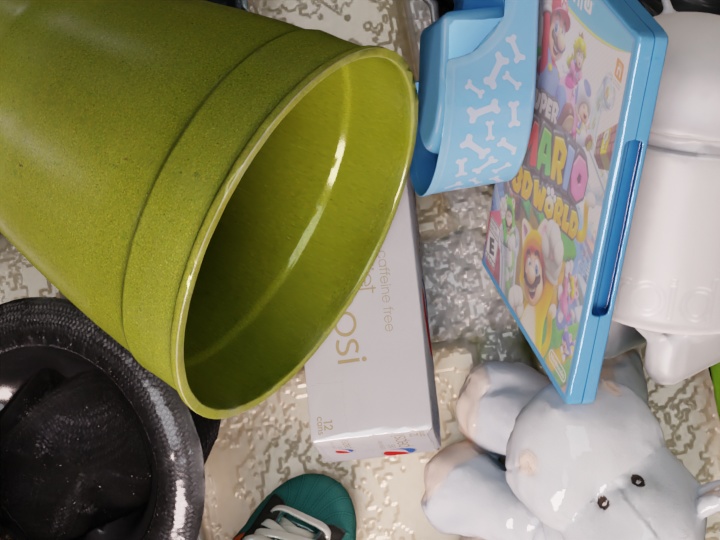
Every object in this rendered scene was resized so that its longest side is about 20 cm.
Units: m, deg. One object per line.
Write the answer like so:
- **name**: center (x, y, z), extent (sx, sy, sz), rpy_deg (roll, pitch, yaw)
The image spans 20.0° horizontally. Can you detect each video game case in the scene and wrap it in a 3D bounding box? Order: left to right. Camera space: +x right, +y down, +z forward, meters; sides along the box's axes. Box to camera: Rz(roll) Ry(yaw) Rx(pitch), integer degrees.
- **video game case**: center (0.102, -0.055, 1.022), extent (0.018, 0.143, 0.200), rpy_deg (-1, 121, -16)

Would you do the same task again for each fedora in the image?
- **fedora**: center (-0.145, 0.096, 1.125), extent (0.200, 0.092, 0.201), rpy_deg (9, 107, 31)

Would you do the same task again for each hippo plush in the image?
- **hippo plush**: center (0.116, 0.135, 1.086), extent (0.159, 0.161, 0.200), rpy_deg (-32, 86, 3)

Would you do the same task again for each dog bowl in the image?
- **dog bowl**: center (0.058, -0.137, 1.052), extent (0.049, 0.111, 0.200), rpy_deg (2, 89, -9)

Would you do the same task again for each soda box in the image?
- **soda box**: center (0.000, 0.000, 1.127), extent (0.068, 0.064, 0.200), rpy_deg (-7, 74, 5)

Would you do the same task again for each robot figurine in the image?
- **robot figurine**: center (0.165, -0.045, 1.046), extent (0.169, 0.113, 0.200), rpy_deg (20, 116, 33)

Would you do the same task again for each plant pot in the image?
- **plant pot**: center (-0.105, -0.058, 1.033), extent (0.193, 0.200, 0.201), rpy_deg (28, 91, 22)

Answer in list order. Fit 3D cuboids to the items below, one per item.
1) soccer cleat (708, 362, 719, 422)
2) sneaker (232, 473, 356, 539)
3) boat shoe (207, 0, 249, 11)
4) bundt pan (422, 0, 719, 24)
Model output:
- **soccer cleat**: center (0.218, 0.029, 1.133), extent (0.067, 0.081, 0.200), rpy_deg (-18, 66, 25)
- **sneaker**: center (-0.053, 0.176, 1.094), extent (0.071, 0.080, 0.200), rpy_deg (24, 50, 9)
- **boat shoe**: center (-0.094, -0.133, 1.119), extent (0.071, 0.070, 0.201), rpy_deg (25, 124, 43)
- **bundt pan**: center (0.127, -0.178, 1.136), extent (0.201, 0.076, 0.202), rpy_deg (0, 89, 4)
